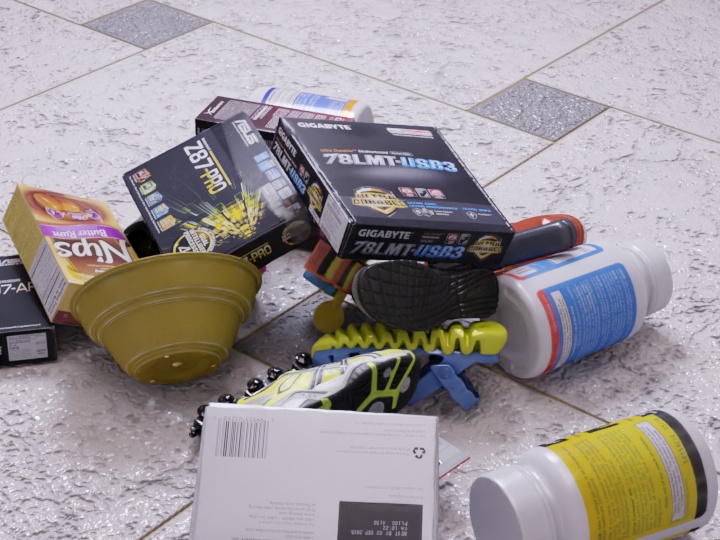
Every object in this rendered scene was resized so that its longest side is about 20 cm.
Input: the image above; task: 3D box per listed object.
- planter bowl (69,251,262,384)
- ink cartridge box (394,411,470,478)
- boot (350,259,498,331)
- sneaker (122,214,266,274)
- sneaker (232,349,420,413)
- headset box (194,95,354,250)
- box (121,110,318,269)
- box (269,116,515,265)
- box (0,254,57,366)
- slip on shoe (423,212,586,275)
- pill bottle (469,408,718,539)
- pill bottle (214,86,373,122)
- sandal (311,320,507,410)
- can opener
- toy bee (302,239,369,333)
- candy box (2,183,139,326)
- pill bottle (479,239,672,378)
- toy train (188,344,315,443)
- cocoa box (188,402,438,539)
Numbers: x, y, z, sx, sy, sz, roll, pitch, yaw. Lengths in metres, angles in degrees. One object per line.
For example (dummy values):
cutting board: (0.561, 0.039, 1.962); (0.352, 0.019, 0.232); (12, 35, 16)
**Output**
planter bowl: (-0.190, 0.061, 1.545); (0.198, 0.201, 0.084); (-6, 67, -12)
ink cartridge box: (-0.005, 0.171, 1.446); (0.199, 0.051, 0.108); (29, 40, 36)
boot: (0.035, 0.027, 1.543); (0.130, 0.069, 0.199); (-2, -3, 45)
sneaker: (-0.198, -0.017, 1.730); (0.198, 0.075, 0.087); (16, 33, 32)
sneaker: (-0.031, 0.111, 1.423); (0.198, 0.076, 0.076); (-18, 36, -31)
headset box: (-0.091, -0.112, 1.815); (0.198, 0.150, 0.077); (10, 32, 15)
box: (-0.155, -0.071, 1.667); (0.160, 0.049, 0.201); (-27, 46, -7)
box: (0.031, -0.084, 1.578); (0.198, 0.050, 0.199); (2, 37, -29)
box: (-0.429, 0.047, 1.640); (0.197, 0.044, 0.161); (-5, 32, -11)
slip on shoe: (0.168, -0.022, 1.736); (0.198, 0.075, 0.061); (-12, -11, -14)
pill bottle: (0.203, 0.199, 1.342); (0.198, 0.115, 0.114); (-13, 34, -24)
pill bottle: (-0.090, -0.173, 1.952); (0.198, 0.113, 0.112); (10, 32, 16)
sandal: (0.048, 0.096, 1.537); (0.197, 0.088, 0.079); (1, 10, 8)
can opener: (0.131, -0.032, 1.640); (0.198, 0.068, 0.053); (-16, 0, 23)
toy bee: (0.000, 0.000, 1.675); (0.108, 0.132, 0.200); (30, 23, 1)
candy box: (-0.307, -0.013, 1.678); (0.116, 0.057, 0.200); (11, 29, -37)
pill bottle: (0.233, 0.033, 1.622); (0.198, 0.113, 0.112); (-18, 36, -29)
toy train: (-0.090, 0.127, 1.534); (0.046, 0.034, 0.199); (38, 44, 27)
cocoa box: (-0.034, 0.201, 1.276); (0.197, 0.132, 0.135); (2, 63, 2)
